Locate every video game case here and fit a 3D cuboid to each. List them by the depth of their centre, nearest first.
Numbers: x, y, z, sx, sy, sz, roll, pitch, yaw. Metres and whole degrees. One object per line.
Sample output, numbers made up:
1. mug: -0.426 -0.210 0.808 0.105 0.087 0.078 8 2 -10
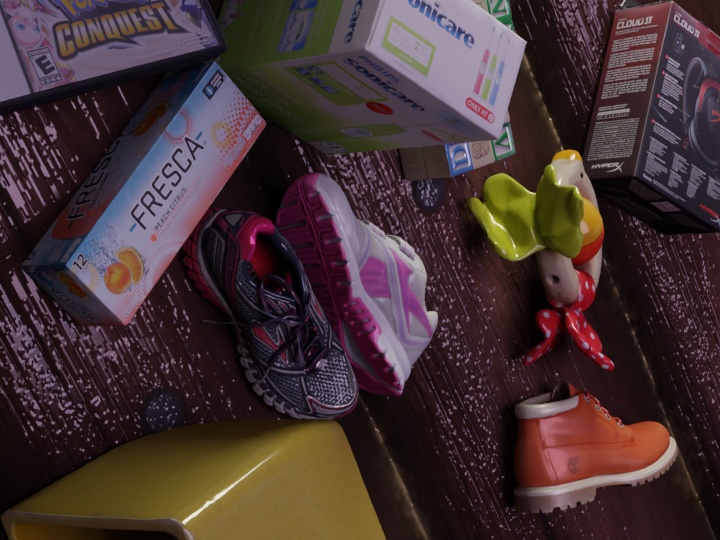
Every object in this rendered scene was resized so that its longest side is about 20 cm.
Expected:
1. video game case: -0.206 -0.212 1.110 0.199 0.025 0.182 -22 86 -40

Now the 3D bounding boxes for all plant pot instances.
1. plant pot: -0.090 0.203 1.138 0.200 0.194 0.196 -37 113 -43

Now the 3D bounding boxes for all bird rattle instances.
1. bird rattle: 0.191 -0.017 1.454 0.201 0.112 0.164 60 38 -27

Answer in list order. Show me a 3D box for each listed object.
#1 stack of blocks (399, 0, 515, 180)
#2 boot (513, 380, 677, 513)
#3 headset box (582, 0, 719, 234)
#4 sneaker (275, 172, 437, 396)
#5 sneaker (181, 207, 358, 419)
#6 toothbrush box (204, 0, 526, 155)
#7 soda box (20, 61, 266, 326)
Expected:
1. stack of blocks: 0.075 -0.188 1.373 0.115 0.058 0.202 -21 103 -40
2. boot: 0.218 0.150 1.491 0.199 0.075 0.108 -9 91 -41
3. headset box: 0.301 -0.154 1.566 0.148 0.075 0.202 25 73 -39
4. sneaker: 0.000 0.000 1.296 0.088 0.081 0.201 -46 126 -34
5. sneaker: -0.061 0.040 1.238 0.081 0.074 0.201 -52 122 -29
6. toothbrush box: 0.000 -0.159 1.212 0.145 0.199 0.087 29 70 -38
7. soda box: -0.154 -0.056 1.163 0.068 0.063 0.201 49 58 -30
